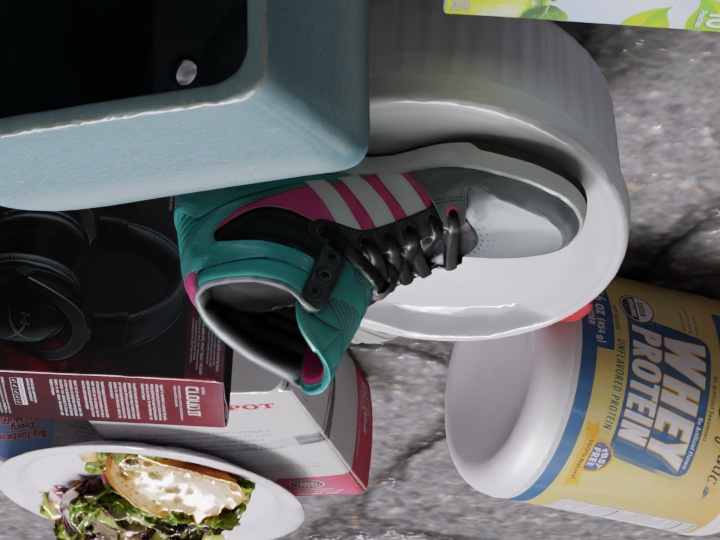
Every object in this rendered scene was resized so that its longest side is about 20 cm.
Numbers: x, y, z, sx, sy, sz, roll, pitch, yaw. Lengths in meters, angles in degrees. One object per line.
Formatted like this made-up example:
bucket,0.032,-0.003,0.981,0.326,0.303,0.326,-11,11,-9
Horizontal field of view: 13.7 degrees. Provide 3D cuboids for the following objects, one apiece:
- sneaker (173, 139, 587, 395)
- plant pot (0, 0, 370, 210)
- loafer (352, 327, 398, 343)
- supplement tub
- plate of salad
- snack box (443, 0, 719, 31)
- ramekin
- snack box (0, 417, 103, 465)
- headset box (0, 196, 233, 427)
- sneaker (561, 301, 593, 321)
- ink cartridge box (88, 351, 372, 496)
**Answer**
sneaker,0.004,0.000,1.418,0.199,0.121,0.084,2,144,8
plant pot,-0.086,-0.124,1.315,0.195,0.197,0.200,-8,162,23
loafer,0.000,0.000,1.715,0.070,0.070,0.200,-6,170,13
supplement tub,0.166,0.079,1.793,0.199,0.145,0.145,12,155,-22
plate of salad,-0.135,0.154,1.913,0.199,0.048,0.200,5,158,2
snack box,0.116,-0.177,1.326,0.142,0.053,0.200,2,156,-3
ramekin,0.039,-0.058,1.515,0.202,0.094,0.203,5,144,4
snack box,-0.236,0.095,1.962,0.199,0.072,0.024,15,154,-25
headset box,-0.148,0.002,1.646,0.199,0.149,0.077,3,157,1
sneaker,0.055,-0.021,1.649,0.200,0.085,0.077,16,153,-27
ink cartridge box,-0.085,0.075,1.886,0.146,0.083,0.200,-2,157,13
